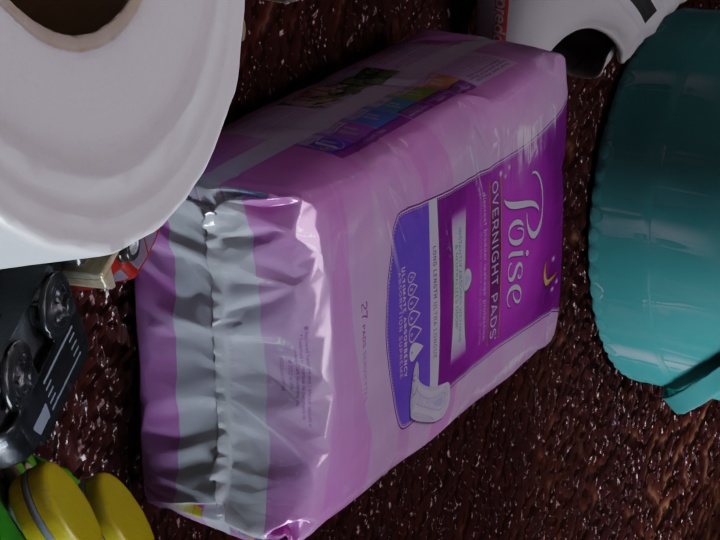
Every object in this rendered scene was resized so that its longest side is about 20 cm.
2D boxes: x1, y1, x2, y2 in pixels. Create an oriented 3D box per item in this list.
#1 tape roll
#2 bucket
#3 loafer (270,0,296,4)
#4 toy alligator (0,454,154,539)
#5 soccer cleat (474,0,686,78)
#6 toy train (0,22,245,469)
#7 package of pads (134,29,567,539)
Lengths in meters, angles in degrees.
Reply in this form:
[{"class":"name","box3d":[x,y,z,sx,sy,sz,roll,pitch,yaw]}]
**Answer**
[{"class":"tape roll","box3d":[-0.101,-0.100,0.609,0.202,0.070,0.204,28,59,-61]},{"class":"bucket","box3d":[0.199,-0.025,1.192,0.207,0.134,0.209,-27,121,-57]},{"class":"loafer","box3d":[-0.027,-0.112,0.787,0.200,0.073,0.072,5,75,-56]},{"class":"toy alligator","box3d":[-0.093,0.076,0.758,0.054,0.059,0.200,61,10,16]},{"class":"soccer cleat","box3d":[0.104,-0.122,1.062,0.200,0.068,0.086,-17,122,-57]},{"class":"toy train","box3d":[-0.073,-0.019,0.746,0.200,0.034,0.046,-67,152,-45]},{"class":"package of pads","box3d":[0.000,0.000,0.883,0.200,0.075,0.121,-32,128,-56]}]
